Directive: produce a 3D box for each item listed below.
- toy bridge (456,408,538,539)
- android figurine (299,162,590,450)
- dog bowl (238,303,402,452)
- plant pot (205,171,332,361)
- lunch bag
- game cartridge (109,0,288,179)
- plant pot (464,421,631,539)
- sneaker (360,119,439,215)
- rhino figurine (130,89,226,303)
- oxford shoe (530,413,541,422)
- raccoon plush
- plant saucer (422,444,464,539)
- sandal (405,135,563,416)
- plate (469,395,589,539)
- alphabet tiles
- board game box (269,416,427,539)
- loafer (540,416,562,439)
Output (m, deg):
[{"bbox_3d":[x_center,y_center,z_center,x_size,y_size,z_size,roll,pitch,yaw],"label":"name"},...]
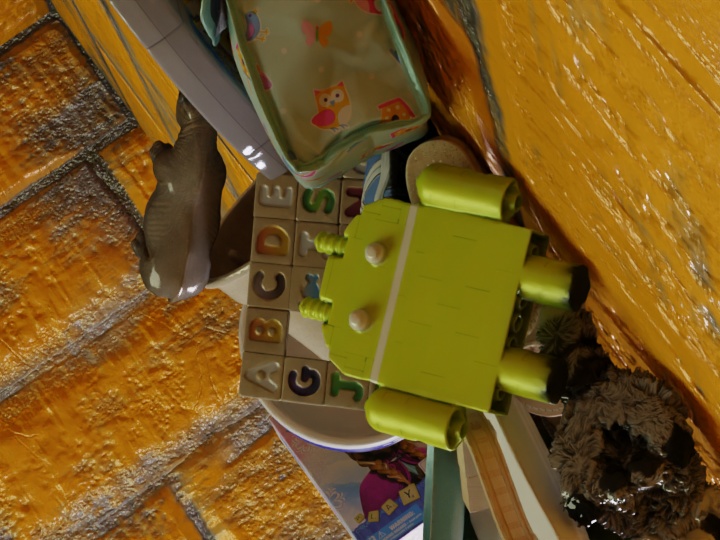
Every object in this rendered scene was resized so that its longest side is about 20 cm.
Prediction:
[{"bbox_3d":[0.079,0.130,1.392,0.200,0.027,0.068,-119,19,-55],"label":"toy bridge"},{"bbox_3d":[0.050,0.021,1.376,0.198,0.184,0.041,15,180,29],"label":"android figurine"},{"bbox_3d":[-0.008,0.062,1.872,0.201,0.199,0.079,54,176,9],"label":"dog bowl"},{"bbox_3d":[0.000,0.000,1.666,0.184,0.200,0.200,46,176,-17],"label":"plant pot"},{"bbox_3d":[-0.038,-0.164,1.358,0.170,0.121,0.201,-122,7,-90],"label":"lunch bag"},{"bbox_3d":[-0.113,-0.158,1.472,0.200,0.040,0.134,48,-161,-39],"label":"game cartridge"},{"bbox_3d":[0.152,0.216,1.660,0.201,0.199,0.190,59,-176,-29],"label":"plant pot"},{"bbox_3d":[0.019,-0.021,1.480,0.077,0.202,0.075,-5,171,41],"label":"sneaker"},{"bbox_3d":[-0.132,-0.070,1.590,0.087,0.059,0.202,-130,49,-68],"label":"rhino figurine"},{"bbox_3d":[0.127,0.091,1.726,0.071,0.072,0.200,28,-178,-18],"label":"oxford shoe"},{"bbox_3d":[0.192,0.113,1.368,0.134,0.096,0.201,44,-147,-42],"label":"raccoon plush"},{"bbox_3d":[0.063,0.181,1.590,0.200,0.027,0.202,-177,90,-90],"label":"plant saucer"},{"bbox_3d":[0.081,0.014,1.415,0.213,0.077,0.070,65,-157,-4],"label":"sandal"},{"bbox_3d":[0.118,0.182,1.422,0.201,0.032,0.201,85,166,-47],"label":"plate"},{"bbox_3d":[-0.002,0.001,1.530,0.008,0.165,0.202,-3,-82,-76],"label":"alphabet tiles"},{"bbox_3d":[0.045,0.157,1.970,0.200,0.199,0.041,49,170,38],"label":"board game box"},{"bbox_3d":[0.119,0.061,1.529,0.076,0.067,0.201,52,171,52],"label":"loafer"}]
